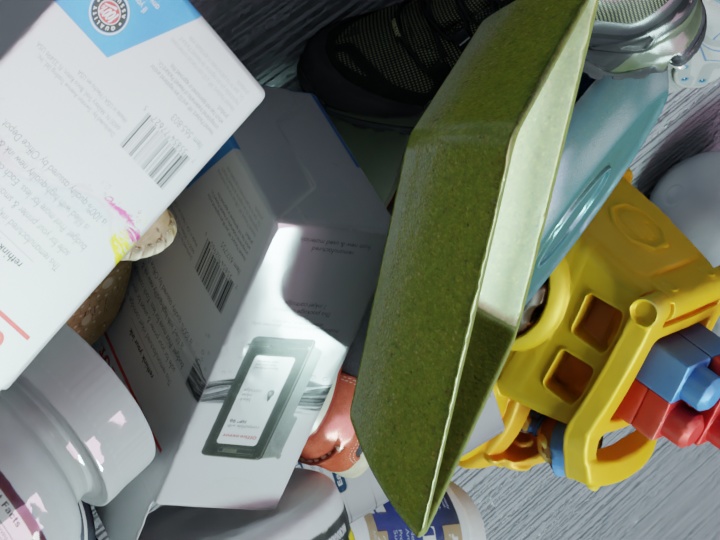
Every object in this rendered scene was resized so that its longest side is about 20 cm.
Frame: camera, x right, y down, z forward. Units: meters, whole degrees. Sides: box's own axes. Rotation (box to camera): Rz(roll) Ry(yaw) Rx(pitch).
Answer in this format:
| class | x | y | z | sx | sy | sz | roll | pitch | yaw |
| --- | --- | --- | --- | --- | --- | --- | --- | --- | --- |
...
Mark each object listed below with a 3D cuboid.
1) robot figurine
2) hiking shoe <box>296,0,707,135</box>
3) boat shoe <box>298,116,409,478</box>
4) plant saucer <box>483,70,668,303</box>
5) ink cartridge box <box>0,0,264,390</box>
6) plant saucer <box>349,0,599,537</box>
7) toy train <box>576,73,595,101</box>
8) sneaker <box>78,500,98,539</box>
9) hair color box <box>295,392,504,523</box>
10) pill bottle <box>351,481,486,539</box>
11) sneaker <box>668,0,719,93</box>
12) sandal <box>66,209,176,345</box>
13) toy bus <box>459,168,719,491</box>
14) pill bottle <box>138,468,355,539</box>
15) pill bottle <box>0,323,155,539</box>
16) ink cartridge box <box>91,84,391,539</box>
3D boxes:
| class | x | y | z | sx | sy | sz | roll | pitch | yaw |
| --- | --- | --- | --- | --- | --- | --- | --- | --- | --- |
| robot figurine | 0.228 | 0.004 | 1.728 | 0.170 | 0.112 | 0.200 | -85 | -169 | -52 |
| hiking shoe | 0.064 | -0.131 | 1.236 | 0.199 | 0.076 | 0.101 | -15 | 137 | -7 |
| boat shoe | 0.000 | 0.000 | 1.283 | 0.062 | 0.071 | 0.201 | 30 | 65 | -42 |
| plant saucer | 0.100 | -0.033 | 1.346 | 0.200 | 0.027 | 0.200 | -51 | 171 | -11 |
| ink cartridge box | -0.145 | -0.037 | 1.013 | 0.200 | 0.068 | 0.115 | -49 | 137 | -7 |
| plant saucer | 0.047 | -0.017 | 1.156 | 0.200 | 0.048 | 0.201 | -59 | 162 | -60 |
| toy train | 0.067 | -0.074 | 1.370 | 0.200 | 0.087 | 0.114 | -53 | 166 | -1 |
| sneaker | -0.158 | 0.148 | 1.284 | 0.079 | 0.078 | 0.200 | -25 | 156 | -39 |
| hair color box | -0.017 | 0.078 | 1.398 | 0.200 | 0.060 | 0.100 | -26 | 102 | -45 |
| pill bottle | -0.004 | 0.162 | 1.538 | 0.111 | 0.111 | 0.200 | -57 | 156 | 13 |
| sneaker | 0.187 | -0.140 | 1.504 | 0.087 | 0.075 | 0.200 | -51 | 157 | 14 |
| sandal | -0.105 | -0.025 | 1.135 | 0.078 | 0.070 | 0.212 | -37 | 153 | -30 |
| toy bus | 0.135 | 0.058 | 1.544 | 0.136 | 0.192 | 0.200 | -20 | 143 | -53 |
| pill bottle | -0.037 | 0.207 | 1.264 | 0.114 | 0.114 | 0.201 | -29 | 106 | -42 |
| pill bottle | -0.190 | 0.111 | 1.127 | 0.200 | 0.109 | 0.110 | -42 | 155 | -22 |
| ink cartridge box | -0.065 | 0.028 | 1.209 | 0.068 | 0.116 | 0.200 | 7 | 124 | -30 |
